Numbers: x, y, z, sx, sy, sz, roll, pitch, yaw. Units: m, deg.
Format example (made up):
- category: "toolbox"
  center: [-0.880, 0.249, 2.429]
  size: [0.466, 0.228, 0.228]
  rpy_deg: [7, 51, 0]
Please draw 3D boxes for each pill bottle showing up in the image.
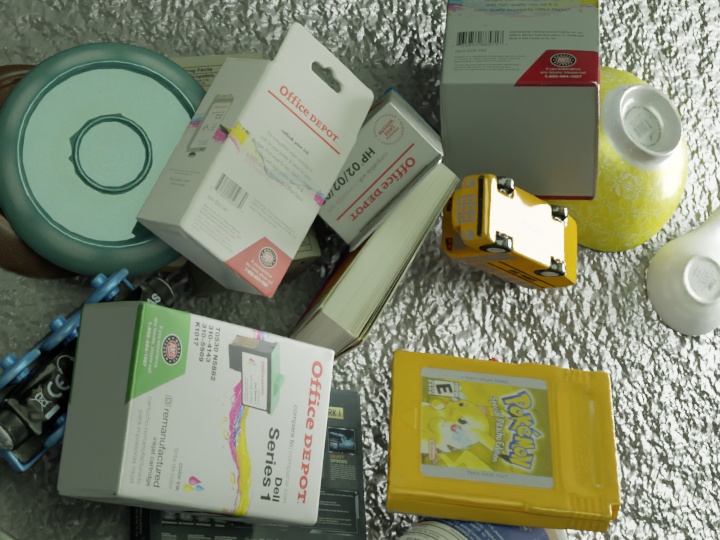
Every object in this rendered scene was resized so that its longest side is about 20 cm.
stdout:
- category: "pill bottle"
  center: [0.076, 0.265, 1.469]
  size: [0.200, 0.111, 0.111]
  rpy_deg: [-32, 87, -35]

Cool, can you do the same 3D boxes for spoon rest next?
- category: "spoon rest"
  center: [0.367, -0.019, 1.799]
  size: [0.099, 0.061, 0.200]
  rpy_deg: [41, 69, -7]

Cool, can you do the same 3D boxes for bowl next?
- category: "bowl"
  center: [0.262, -0.131, 1.748]
  size: [0.199, 0.108, 0.201]
  rpy_deg: [11, 64, -24]

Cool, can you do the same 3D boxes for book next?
- category: "book"
  center: [0.000, 0.000, 1.528]
  size: [0.048, 0.134, 0.200]
  rpy_deg: [39, 57, -8]

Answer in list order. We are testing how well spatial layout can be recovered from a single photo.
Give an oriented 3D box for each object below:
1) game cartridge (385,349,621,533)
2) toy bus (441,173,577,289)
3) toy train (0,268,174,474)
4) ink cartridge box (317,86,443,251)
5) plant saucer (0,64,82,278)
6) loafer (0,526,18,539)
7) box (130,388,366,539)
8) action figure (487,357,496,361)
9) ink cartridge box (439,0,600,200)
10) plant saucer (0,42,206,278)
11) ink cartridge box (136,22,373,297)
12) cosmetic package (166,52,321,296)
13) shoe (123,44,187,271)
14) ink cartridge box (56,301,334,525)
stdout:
- category: "game cartridge"
  center: [0.123, 0.145, 1.502]
  size: [0.199, 0.033, 0.177]
  rpy_deg: [5, 42, -1]
- category: "toy bus"
  center: [0.138, -0.034, 1.598]
  size: [0.200, 0.078, 0.065]
  rpy_deg: [20, 69, -55]
- category: "toy train"
  center: [-0.229, 0.079, 1.375]
  size: [0.087, 0.114, 0.200]
  rpy_deg: [48, 54, -6]
- category: "ink cartridge box"
  center: [0.010, -0.093, 1.519]
  size: [0.068, 0.200, 0.115]
  rpy_deg: [44, 99, -7]
- category: "plant saucer"
  center: [-0.269, -0.092, 1.476]
  size: [0.199, 0.034, 0.201]
  rpy_deg: [12, 63, -25]
- category: "loafer"
  center: [-0.258, 0.249, 1.320]
  size: [0.199, 0.075, 0.070]
  rpy_deg: [31, 69, -9]
- category: "box"
  center: [-0.093, 0.172, 1.450]
  size: [0.199, 0.051, 0.158]
  rpy_deg: [8, 67, -26]
- category: "action figure"
  center: [0.136, 0.181, 1.581]
  size: [0.065, 0.052, 0.201]
  rpy_deg: [-14, 78, -38]
- category: "ink cartridge box"
  center: [0.153, -0.185, 1.631]
  size: [0.145, 0.145, 0.201]
  rpy_deg: [1, 46, 8]
- category: "plant saucer"
  center: [-0.206, -0.095, 1.434]
  size: [0.199, 0.027, 0.201]
  rpy_deg: [2, 81, -11]
- category: "ink cartridge box"
  center: [-0.083, -0.094, 1.426]
  size: [0.116, 0.067, 0.201]
  rpy_deg: [40, 71, -37]
- category: "cosmetic package"
  center: [-0.118, -0.087, 1.535]
  size: [0.103, 0.073, 0.201]
  rpy_deg: [-7, 73, -32]
- category: "shoe"
  center: [-0.184, -0.098, 1.473]
  size: [0.070, 0.053, 0.201]
  rpy_deg: [-11, 79, -40]
- category: "ink cartridge box"
  center: [-0.122, 0.114, 1.328]
  size: [0.199, 0.084, 0.146]
  rpy_deg: [16, 75, -43]
